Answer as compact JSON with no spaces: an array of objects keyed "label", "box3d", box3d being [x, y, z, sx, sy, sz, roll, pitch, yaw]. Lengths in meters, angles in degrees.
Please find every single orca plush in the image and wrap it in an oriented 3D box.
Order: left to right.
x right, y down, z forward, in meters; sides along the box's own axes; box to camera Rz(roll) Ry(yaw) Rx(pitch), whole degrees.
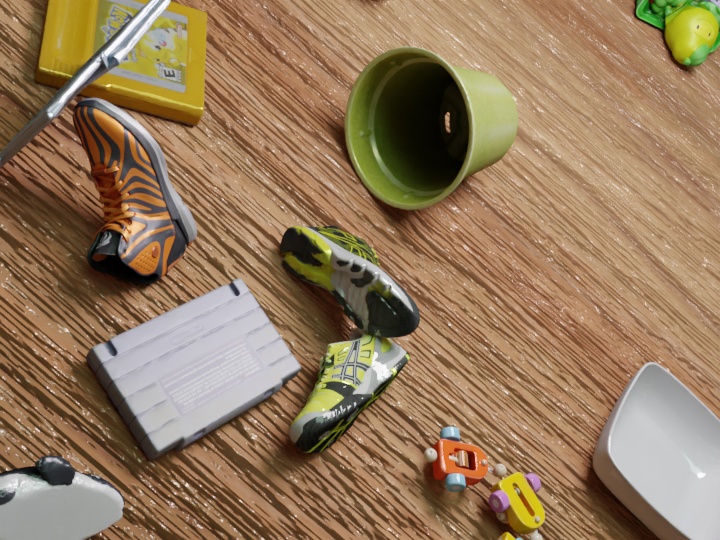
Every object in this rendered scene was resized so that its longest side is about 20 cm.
[{"label":"orca plush","box3d":[-0.309,0.210,0.859,0.198,0.071,0.107,-19,115,-35]}]

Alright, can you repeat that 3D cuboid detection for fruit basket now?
[{"label":"fruit basket","box3d":[0.624,-0.485,1.864,0.213,0.157,0.217,22,32,-15]}]

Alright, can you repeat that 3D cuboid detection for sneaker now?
[{"label":"sneaker","box3d":[-0.246,-0.070,1.017,0.202,0.077,0.113,60,44,-31]},{"label":"sneaker","box3d":[-0.025,0.127,1.081,0.076,0.076,0.200,41,36,9]},{"label":"sneaker","box3d":[0.000,0.000,1.143,0.199,0.075,0.084,37,36,25]}]

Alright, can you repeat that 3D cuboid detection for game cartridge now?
[{"label":"game cartridge","box3d":[-0.285,-0.276,1.208,0.197,0.032,0.179,13,54,-26]},{"label":"game cartridge","box3d":[-0.167,0.099,1.028,0.199,0.038,0.131,-26,80,-41]}]

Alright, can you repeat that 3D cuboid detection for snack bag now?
[{"label":"snack bag","box3d":[-0.292,-0.189,1.025,0.021,0.187,0.201,45,54,-20]}]

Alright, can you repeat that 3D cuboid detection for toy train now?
[{"label":"toy train","box3d":[0.134,0.278,1.086,0.148,0.056,0.203,11,52,-25]}]

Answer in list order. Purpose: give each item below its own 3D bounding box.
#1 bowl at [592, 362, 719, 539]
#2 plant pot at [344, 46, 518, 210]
[{"label":"bowl","box3d":[0.382,0.244,1.249,0.199,0.075,0.200,43,46,0]},{"label":"plant pot","box3d":[0.111,-0.194,1.314,0.183,0.200,0.202,-17,69,-51]}]
